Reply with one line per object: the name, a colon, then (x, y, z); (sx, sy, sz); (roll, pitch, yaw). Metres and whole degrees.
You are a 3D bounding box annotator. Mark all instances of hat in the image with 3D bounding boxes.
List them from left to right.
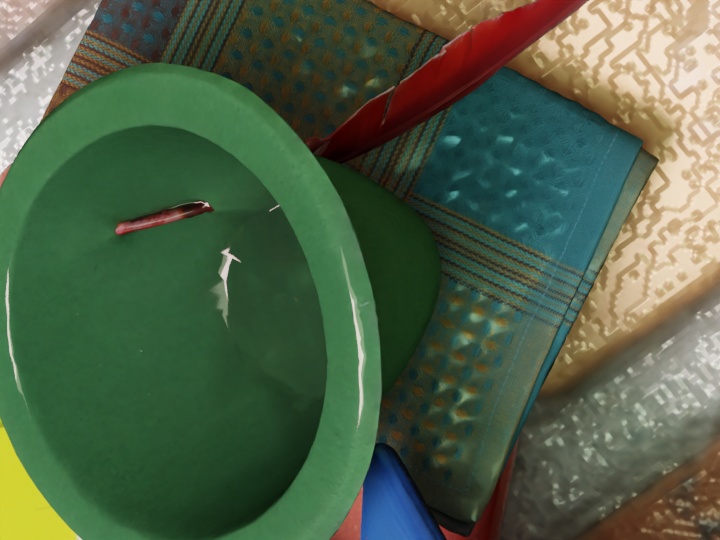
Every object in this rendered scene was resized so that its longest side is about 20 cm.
hat: (0.000, 0.000, 0.925); (0.199, 0.176, 0.167); (-26, 84, 41)

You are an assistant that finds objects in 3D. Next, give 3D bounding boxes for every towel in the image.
towel: (-0.016, -0.020, 0.948); (0.199, 0.022, 0.147); (27, 87, 11)

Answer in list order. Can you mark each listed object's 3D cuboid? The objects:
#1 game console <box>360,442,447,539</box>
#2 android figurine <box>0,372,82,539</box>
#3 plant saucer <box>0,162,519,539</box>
game console: (0.076, 0.166, 0.901); (0.169, 0.119, 0.201); (6, 138, 4)
android figurine: (-0.118, 0.112, 0.959); (0.199, 0.041, 0.183); (-10, 98, -11)
plant saucer: (-0.043, 0.071, 1.008); (0.198, 0.037, 0.201); (13, 109, 10)
